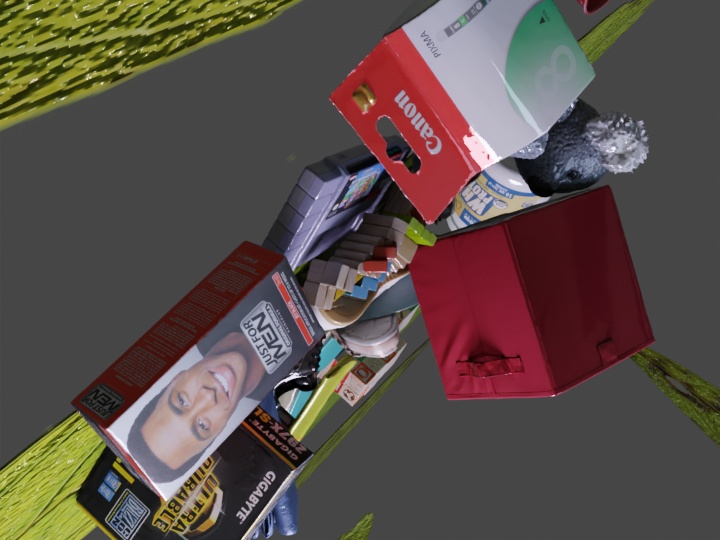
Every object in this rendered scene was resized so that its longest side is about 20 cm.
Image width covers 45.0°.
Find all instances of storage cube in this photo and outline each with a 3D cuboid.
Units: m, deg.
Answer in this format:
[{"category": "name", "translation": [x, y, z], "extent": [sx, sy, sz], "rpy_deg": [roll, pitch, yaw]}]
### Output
[{"category": "storage cube", "translation": [0.181, 0.026, 0.945], "extent": [0.199, 0.181, 0.171], "rpy_deg": [-18, -178, -35]}]

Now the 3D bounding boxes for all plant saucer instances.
[{"category": "plant saucer", "translation": [0.034, -0.006, 1.069], "extent": [0.200, 0.039, 0.201], "rpy_deg": [-18, -160, 7]}]

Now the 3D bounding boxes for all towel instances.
[{"category": "towel", "translation": [-0.107, 0.162, 0.883], "extent": [0.048, 0.201, 0.112], "rpy_deg": [-13, -173, -1]}, {"category": "towel", "translation": [-0.072, 0.187, 1.011], "extent": [0.200, 0.018, 0.086], "rpy_deg": [-57, 172, 21]}]

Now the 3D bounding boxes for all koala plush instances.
[{"category": "koala plush", "translation": [0.192, -0.153, 0.919], "extent": [0.177, 0.199, 0.185], "rpy_deg": [-17, -131, 63]}]

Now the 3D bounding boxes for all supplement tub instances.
[{"category": "supplement tub", "translation": [0.216, -0.132, 1.320], "extent": [0.145, 0.145, 0.200], "rpy_deg": [-44, 167, -31]}]

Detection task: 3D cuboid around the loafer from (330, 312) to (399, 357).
[{"category": "loafer", "translation": [0.001, 0.071, 1.055], "extent": [0.072, 0.063, 0.200], "rpy_deg": [-26, -158, -15]}]

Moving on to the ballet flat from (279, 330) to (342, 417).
[{"category": "ballet flat", "translation": [-0.081, 0.130, 1.194], "extent": [0.201, 0.069, 0.069], "rpy_deg": [-58, 168, 10]}]

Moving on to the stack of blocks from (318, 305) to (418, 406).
[{"category": "stack of blocks", "translation": [0.010, 0.097, 1.316], "extent": [0.200, 0.115, 0.059], "rpy_deg": [-41, 166, -44]}]

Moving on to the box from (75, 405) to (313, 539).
[{"category": "box", "translation": [-0.162, 0.197, 0.825], "extent": [0.200, 0.160, 0.049], "rpy_deg": [-54, 168, 21]}]

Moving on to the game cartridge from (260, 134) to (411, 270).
[{"category": "game cartridge", "translation": [-0.022, -0.067, 0.868], "extent": [0.130, 0.038, 0.200], "rpy_deg": [-53, 170, 30]}]

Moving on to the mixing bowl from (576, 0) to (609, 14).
[{"category": "mixing bowl", "translation": [0.213, -0.335, 0.737], "extent": [0.200, 0.108, 0.200], "rpy_deg": [-48, 170, -12]}]

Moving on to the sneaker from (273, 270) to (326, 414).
[{"category": "sneaker", "translation": [-0.069, 0.081, 0.990], "extent": [0.201, 0.098, 0.071], "rpy_deg": [-49, 167, -16]}]

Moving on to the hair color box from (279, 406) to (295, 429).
[{"category": "hair color box", "translation": [-0.161, 0.191, 0.961], "extent": [0.061, 0.100, 0.200], "rpy_deg": [-56, 169, 23]}]

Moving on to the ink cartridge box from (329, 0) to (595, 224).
[{"category": "ink cartridge box", "translation": [0.092, -0.158, 0.731], "extent": [0.200, 0.161, 0.050], "rpy_deg": [-50, -148, -12]}]

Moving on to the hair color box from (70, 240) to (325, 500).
[{"category": "hair color box", "translation": [-0.128, 0.080, 0.728], "extent": [0.200, 0.061, 0.102], "rpy_deg": [-46, 133, -24]}]

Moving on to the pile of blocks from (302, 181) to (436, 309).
[{"category": "pile of blocks", "translation": [0.028, -0.018, 0.885], "extent": [0.200, 0.062, 0.082], "rpy_deg": [-45, 125, -27]}]

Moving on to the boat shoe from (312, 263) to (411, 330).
[{"category": "boat shoe", "translation": [0.000, 0.000, 0.969], "extent": [0.069, 0.071, 0.200], "rpy_deg": [-31, -173, 48]}]

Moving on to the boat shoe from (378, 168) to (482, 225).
[{"category": "boat shoe", "translation": [0.094, -0.098, 1.126], "extent": [0.200, 0.072, 0.072], "rpy_deg": [-41, 165, -42]}]
